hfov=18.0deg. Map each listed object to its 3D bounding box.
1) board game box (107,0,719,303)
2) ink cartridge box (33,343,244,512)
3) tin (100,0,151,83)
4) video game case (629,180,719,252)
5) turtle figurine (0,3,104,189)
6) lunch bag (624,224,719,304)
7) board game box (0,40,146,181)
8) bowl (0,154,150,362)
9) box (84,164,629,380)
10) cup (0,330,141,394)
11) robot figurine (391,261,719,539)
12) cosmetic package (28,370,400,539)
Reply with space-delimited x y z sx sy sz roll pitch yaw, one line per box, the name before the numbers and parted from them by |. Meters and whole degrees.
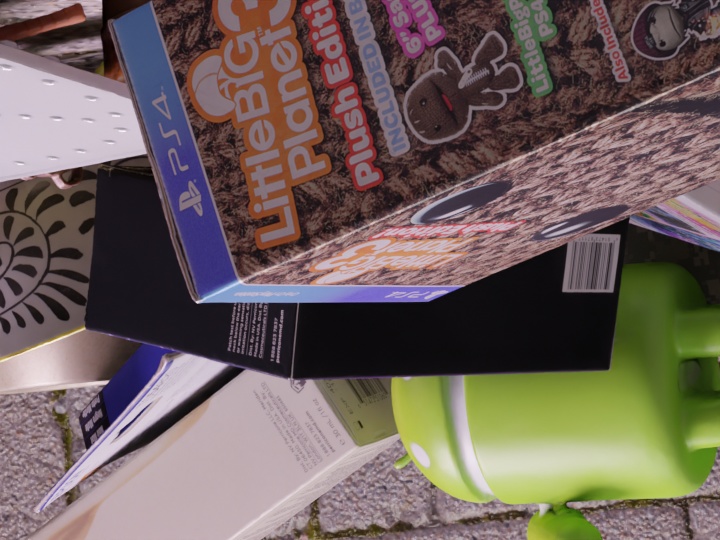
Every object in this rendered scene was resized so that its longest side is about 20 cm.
board game box | 0.052 -0.068 0.733 0.199 0.097 0.159 -24 168 28
ink cartridge box | -0.073 0.037 1.206 0.199 0.041 0.200 -27 169 -39
tin | -0.044 -0.101 0.867 0.111 0.042 0.200 -1 175 -7
video game case | 0.094 -0.052 0.983 0.199 0.024 0.182 25 178 -38
turtle figurine | -0.138 -0.067 1.009 0.161 0.065 0.199 -9 175 37
lunch bag | 0.202 -0.039 1.202 0.117 0.165 0.199 -2 176 -40
board game box | -0.182 -0.072 0.835 0.199 0.026 0.199 -7 163 44
bowl | -0.138 -0.030 1.130 0.200 0.095 0.201 -24 -173 3
box | 0.000 0.000 1.005 0.199 0.079 0.141 1 -171 -43
cup | -0.172 -0.005 1.308 0.199 0.144 0.200 -6 177 0
robot figurine | 0.104 0.057 1.134 0.199 0.177 0.116 -4 -177 23
cosmetic package | -0.074 0.113 1.245 0.200 0.071 0.105 -37 171 19
